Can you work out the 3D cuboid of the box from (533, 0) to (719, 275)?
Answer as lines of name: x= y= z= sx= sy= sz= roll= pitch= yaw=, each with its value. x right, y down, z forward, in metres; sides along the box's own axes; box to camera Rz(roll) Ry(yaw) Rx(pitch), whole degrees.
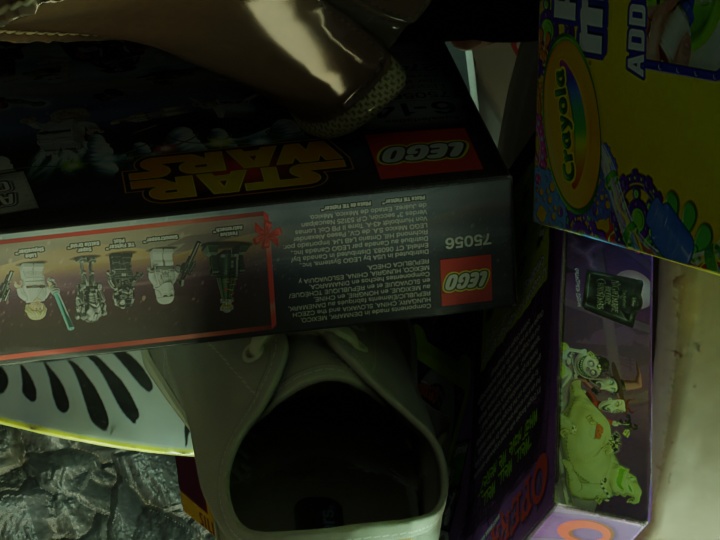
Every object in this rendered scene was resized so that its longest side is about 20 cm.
box: x=0.172 y=-0.059 z=0.633 sx=0.200 sy=0.122 sz=0.193 roll=-5 pitch=-168 yaw=-29

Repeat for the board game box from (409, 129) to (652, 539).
board game box: x=0.030 y=0.052 z=0.762 sx=0.032 sy=0.120 sz=0.200 roll=16 pitch=148 yaw=-11

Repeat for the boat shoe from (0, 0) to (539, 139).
boat shoe: x=-0.012 y=-0.070 z=0.693 sx=0.202 sy=0.075 sz=0.075 roll=-17 pitch=180 yaw=-42

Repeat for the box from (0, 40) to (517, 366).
box: x=-0.070 y=-0.025 z=0.746 sx=0.199 sy=0.040 sz=0.137 roll=-6 pitch=-154 yaw=-7

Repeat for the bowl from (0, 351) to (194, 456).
bowl: x=-0.100 y=-0.016 z=0.922 sx=0.200 sy=0.094 sz=0.201 roll=16 pitch=-172 yaw=-2

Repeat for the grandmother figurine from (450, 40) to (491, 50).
grandmother figurine: x=0.096 y=-0.113 z=0.918 sx=0.200 sy=0.061 sz=0.121 roll=-14 pitch=-173 yaw=-35

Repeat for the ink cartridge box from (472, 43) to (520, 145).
ink cartridge box: x=0.128 y=-0.068 z=1.031 sx=0.200 sy=0.146 sz=0.084 roll=-17 pitch=146 yaw=-14

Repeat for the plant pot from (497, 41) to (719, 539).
plant pot: x=0.140 y=0.011 z=0.817 sx=0.174 sy=0.201 sz=0.200 roll=3 pitch=176 yaw=-10

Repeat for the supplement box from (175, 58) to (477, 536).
supplement box: x=-0.015 y=0.010 z=1.037 sx=0.085 sy=0.200 sz=0.110 roll=-18 pitch=-152 yaw=-26

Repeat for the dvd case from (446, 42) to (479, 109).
dvd case: x=0.000 y=0.000 z=0.906 sx=0.025 sy=0.201 sz=0.150 roll=2 pitch=-162 yaw=29

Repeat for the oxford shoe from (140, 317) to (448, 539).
oxford shoe: x=-0.017 y=0.025 z=0.741 sx=0.075 sy=0.058 sz=0.200 roll=-5 pitch=-140 yaw=-8
